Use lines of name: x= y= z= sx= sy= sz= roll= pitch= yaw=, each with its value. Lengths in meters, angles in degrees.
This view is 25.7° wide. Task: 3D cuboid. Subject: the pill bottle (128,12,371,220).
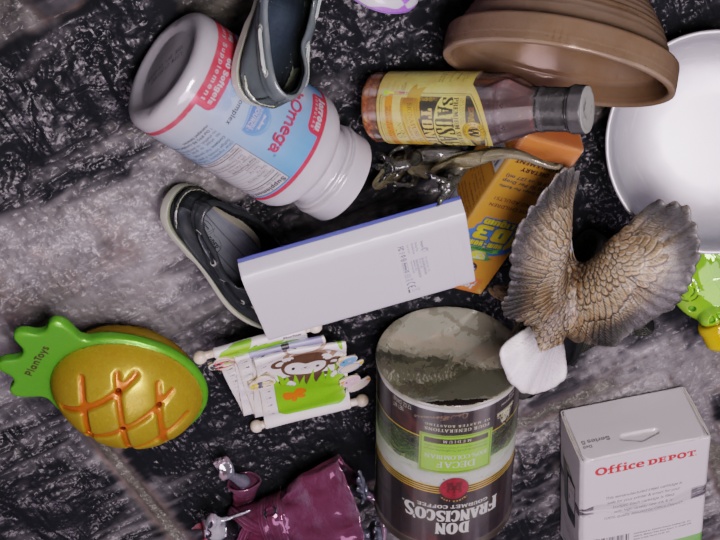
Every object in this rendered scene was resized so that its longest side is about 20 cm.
pill bottle: x=-0.089 y=-0.124 z=1.336 sx=0.199 sy=0.109 sz=0.109 roll=30 pitch=116 yaw=-32

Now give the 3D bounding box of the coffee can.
coffee can: x=0.085 y=0.159 z=1.579 sx=0.145 sy=0.147 sz=0.202 roll=-7 pitch=129 yaw=-8

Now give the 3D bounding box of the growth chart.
growth chart: x=-0.068 y=0.104 z=1.548 sx=0.143 sy=0.018 sz=0.200 roll=-17 pitch=149 yaw=5

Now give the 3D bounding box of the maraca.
maraca: x=-0.239 y=0.103 z=1.481 sx=0.198 sy=0.108 sz=0.137 roll=21 pitch=127 yaw=-22

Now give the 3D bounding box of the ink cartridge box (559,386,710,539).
ink cartridge box: x=0.298 y=0.236 z=1.731 sx=0.144 sy=0.084 sz=0.202 roll=-11 pitch=130 yaw=-6

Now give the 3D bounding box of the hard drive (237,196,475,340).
hard drive: x=0.000 y=0.000 z=1.395 sx=0.198 sy=0.026 sz=0.132 roll=-16 pitch=153 yaw=0

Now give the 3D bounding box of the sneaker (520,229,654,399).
sneaker: x=0.229 y=0.060 z=1.581 sx=0.113 sy=0.076 sz=0.201 roll=21 pitch=115 yaw=-20

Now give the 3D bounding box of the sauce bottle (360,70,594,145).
sauce bottle: x=0.099 y=-0.139 z=1.341 sx=0.198 sy=0.066 sz=0.066 roll=2 pitch=136 yaw=28

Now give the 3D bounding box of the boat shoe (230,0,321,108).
boat shoe: x=-0.050 y=-0.227 z=1.245 sx=0.072 sy=0.062 sz=0.202 roll=13 pitch=92 yaw=-32

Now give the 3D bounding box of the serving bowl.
serving bowl: x=0.319 y=-0.119 z=1.439 sx=0.197 sy=0.066 sz=0.203 roll=0 pitch=99 yaw=2

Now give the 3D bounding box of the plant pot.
plant pot: x=0.173 y=-0.206 z=1.319 sx=0.199 sy=0.200 sz=0.094 roll=13 pitch=84 yaw=-22

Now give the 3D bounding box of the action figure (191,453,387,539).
action figure: x=-0.083 y=0.255 z=1.667 sx=0.198 sy=0.136 sz=0.149 roll=-12 pitch=174 yaw=11

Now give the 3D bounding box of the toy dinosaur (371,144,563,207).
toy dinosaur: x=0.068 y=-0.088 z=1.363 sx=0.088 sy=0.199 sz=0.048 roll=-21 pitch=107 yaw=-45

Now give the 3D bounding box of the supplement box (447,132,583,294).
supplement box: x=0.125 y=-0.068 z=1.442 sx=0.066 sy=0.069 sz=0.201 roll=11 pitch=136 yaw=-22

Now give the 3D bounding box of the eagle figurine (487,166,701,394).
eagle figurine: x=0.189 y=0.004 z=1.415 sx=0.151 sy=0.152 sz=0.200 roll=-30 pitch=172 yaw=-27

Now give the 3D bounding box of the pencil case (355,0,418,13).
pencil case: x=0.042 y=-0.300 z=1.249 sx=0.085 sy=0.084 sz=0.201 roll=-20 pitch=144 yaw=-46

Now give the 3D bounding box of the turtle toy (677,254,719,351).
turtle toy: x=0.379 y=-0.022 z=1.533 sx=0.198 sy=0.101 sz=0.147 roll=-24 pitch=103 yaw=7

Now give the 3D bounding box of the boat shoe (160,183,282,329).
boat shoe: x=-0.097 y=-0.006 z=1.442 sx=0.075 sy=0.066 sz=0.200 roll=-53 pitch=125 yaw=-22
